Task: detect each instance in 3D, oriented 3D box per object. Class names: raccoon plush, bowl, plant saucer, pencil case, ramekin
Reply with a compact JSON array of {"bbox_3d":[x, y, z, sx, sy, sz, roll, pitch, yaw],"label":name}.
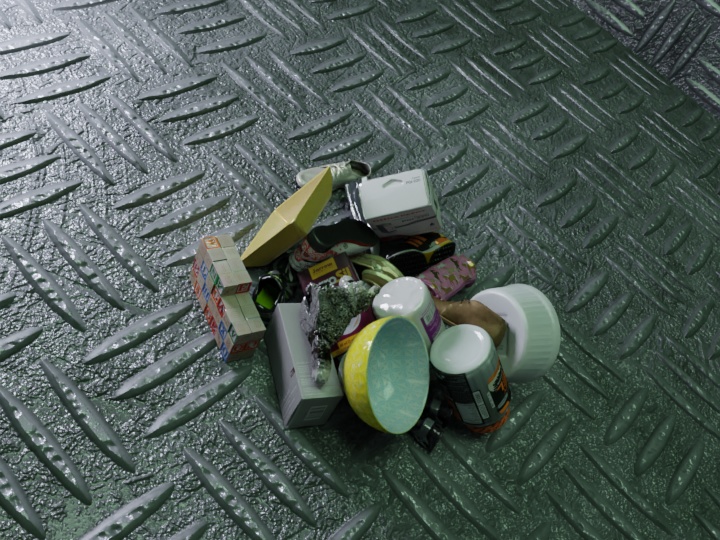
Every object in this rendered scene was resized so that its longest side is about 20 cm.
[{"bbox_3d":[-0.031,0.102,1.361,0.133,0.097,0.203,6,78,-25],"label":"raccoon plush"},{"bbox_3d":[0.026,0.180,1.347,0.199,0.107,0.203,8,80,-54],"label":"bowl"},{"bbox_3d":[-0.140,-0.095,1.553,0.048,0.199,0.201,45,41,-15],"label":"plant saucer"},{"bbox_3d":[0.177,0.027,1.663,0.087,0.083,0.199,57,38,2],"label":"pencil case"},{"bbox_3d":[0.290,0.127,1.553,0.097,0.201,0.202,2,49,-42],"label":"ramekin"}]

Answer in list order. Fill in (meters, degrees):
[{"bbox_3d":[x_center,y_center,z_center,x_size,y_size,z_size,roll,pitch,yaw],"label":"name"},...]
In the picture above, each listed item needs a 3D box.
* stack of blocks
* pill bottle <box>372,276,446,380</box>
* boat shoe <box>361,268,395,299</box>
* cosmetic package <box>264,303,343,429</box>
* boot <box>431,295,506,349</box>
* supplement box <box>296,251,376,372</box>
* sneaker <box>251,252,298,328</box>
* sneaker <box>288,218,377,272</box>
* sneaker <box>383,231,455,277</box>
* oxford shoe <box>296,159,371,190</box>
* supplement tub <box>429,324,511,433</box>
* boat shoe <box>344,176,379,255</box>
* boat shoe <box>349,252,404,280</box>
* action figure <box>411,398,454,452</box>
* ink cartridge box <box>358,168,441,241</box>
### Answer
[{"bbox_3d":[-0.242,0.049,1.411,0.058,0.116,0.201,-9,57,-33],"label":"stack of blocks"},{"bbox_3d":[0.105,0.117,1.474,0.111,0.201,0.113,-16,40,14],"label":"pill bottle"},{"bbox_3d":[0.071,0.077,1.557,0.201,0.073,0.063,44,67,-21],"label":"boat shoe"},{"bbox_3d":[-0.106,0.166,1.386,0.089,0.107,0.201,-2,51,-28],"label":"cosmetic package"},{"bbox_3d":[0.197,0.082,1.522,0.199,0.076,0.073,32,7,24],"label":"boot"},{"bbox_3d":[-0.034,0.080,1.483,0.109,0.086,0.201,-25,59,1],"label":"supplement box"},{"bbox_3d":[-0.162,0.034,1.490,0.070,0.083,0.200,28,42,-2],"label":"sneaker"},{"bbox_3d":[-0.059,-0.044,1.566,0.200,0.108,0.068,-11,63,-52],"label":"sneaker"},{"bbox_3d":[0.116,-0.043,1.731,0.198,0.071,0.090,-14,39,-33],"label":"sneaker"},{"bbox_3d":[-0.058,-0.223,1.797,0.198,0.058,0.076,-8,58,-31],"label":"oxford shoe"},{"bbox_3d":[0.210,0.206,1.443,0.121,0.201,0.123,-15,41,13],"label":"supplement tub"},{"bbox_3d":[0.003,-0.113,1.729,0.060,0.076,0.202,-12,59,11],"label":"boat shoe"},{"bbox_3d":[0.000,0.000,1.623,0.198,0.074,0.063,26,50,11],"label":"boat shoe"},{"bbox_3d":[0.070,0.245,1.441,0.199,0.070,0.130,33,51,8],"label":"action figure"},{"bbox_3d":[0.089,-0.134,1.641,0.144,0.200,0.086,-12,75,10],"label":"ink cartridge box"}]
